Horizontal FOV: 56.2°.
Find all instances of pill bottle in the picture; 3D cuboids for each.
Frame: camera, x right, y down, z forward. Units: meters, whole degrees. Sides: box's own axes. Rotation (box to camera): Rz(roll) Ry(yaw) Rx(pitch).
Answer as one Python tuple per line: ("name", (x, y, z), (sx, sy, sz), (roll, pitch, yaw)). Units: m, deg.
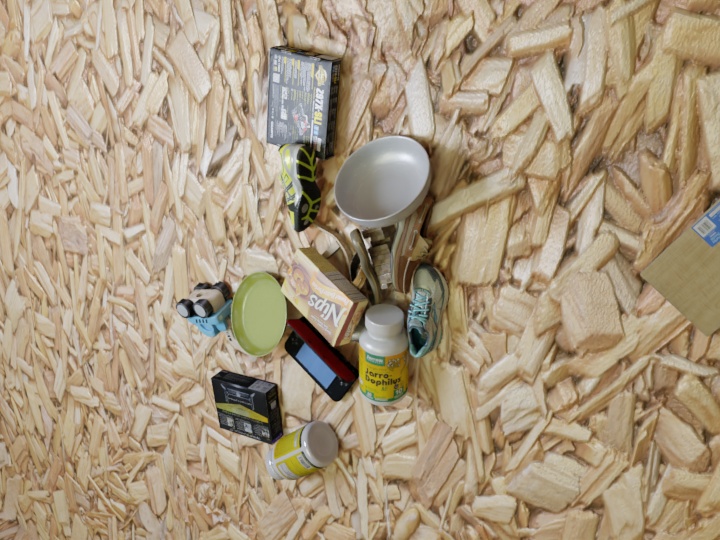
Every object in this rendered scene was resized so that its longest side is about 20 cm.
("pill bottle", (0.051, 0.180, 1.456), (0.111, 0.112, 0.205), (17, 123, 27))
("pill bottle", (-0.156, 0.468, 1.726), (0.199, 0.112, 0.114), (-34, 90, 38))

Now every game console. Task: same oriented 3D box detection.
("game console", (-0.110, 0.217, 1.588), (0.200, 0.118, 0.174), (44, 127, 11))

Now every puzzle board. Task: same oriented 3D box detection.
("puzzle board", (0.581, -0.009, 1.093), (0.151, 0.017, 0.201), (45, 127, 12))

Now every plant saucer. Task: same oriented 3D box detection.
("plant saucer", (-0.241, 0.107, 1.650), (0.196, 0.031, 0.206), (-4, 84, 39))

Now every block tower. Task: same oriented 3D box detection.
("block tower", (0.043, -0.069, 1.407), (0.057, 0.054, 0.205), (-12, 103, 37))

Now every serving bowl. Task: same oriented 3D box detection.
("serving bowl", (0.050, -0.162, 1.306), (0.196, 0.204, 0.066), (9, 154, 31))

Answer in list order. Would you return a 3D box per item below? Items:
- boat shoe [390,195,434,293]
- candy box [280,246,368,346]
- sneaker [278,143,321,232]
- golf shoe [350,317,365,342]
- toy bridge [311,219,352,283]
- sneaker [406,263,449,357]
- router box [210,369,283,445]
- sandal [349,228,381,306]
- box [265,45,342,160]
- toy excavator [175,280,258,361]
("boat shoe", (0.106, -0.055, 1.338), (0.072, 0.075, 0.206), (9, 98, 19))
("candy box", (-0.082, 0.054, 1.463), (0.199, 0.055, 0.117), (42, 121, 30))
("sneaker", (-0.134, -0.180, 1.445), (0.075, 0.075, 0.204), (25, 128, 32))
("golf shoe", (-0.049, 0.085, 1.521), (0.198, 0.072, 0.094), (33, 123, 19))
("toy bridge", (-0.062, -0.047, 1.503), (0.067, 0.027, 0.202), (-38, 86, 36))
("sneaker", (0.133, 0.088, 1.390), (0.076, 0.086, 0.205), (9, 114, 29))
("router box", (-0.307, 0.368, 1.824), (0.196, 0.052, 0.161), (9, 114, 31))
("sandal", (0.000, 0.000, 1.421), (0.053, 0.081, 0.203), (-21, 132, -3))
("box", (-0.120, -0.350, 1.406), (0.156, 0.049, 0.205), (18, 118, 24))
("toy excavator", (-0.355, 0.140, 1.751), (0.190, 0.100, 0.204), (-1, 122, 33))
